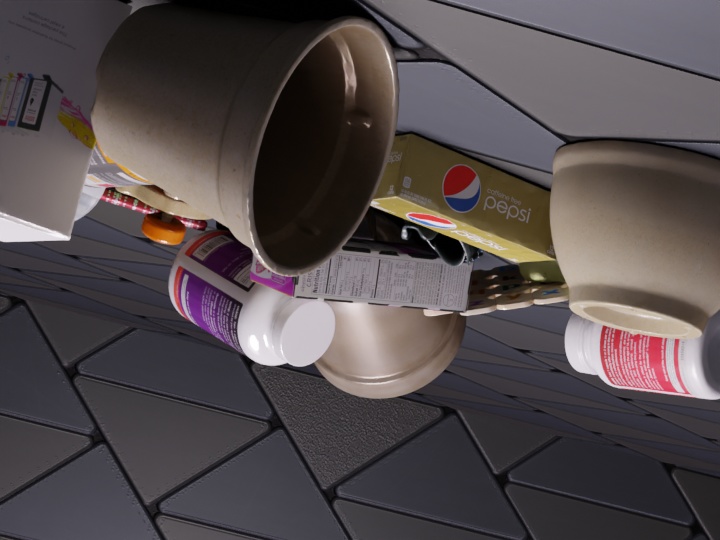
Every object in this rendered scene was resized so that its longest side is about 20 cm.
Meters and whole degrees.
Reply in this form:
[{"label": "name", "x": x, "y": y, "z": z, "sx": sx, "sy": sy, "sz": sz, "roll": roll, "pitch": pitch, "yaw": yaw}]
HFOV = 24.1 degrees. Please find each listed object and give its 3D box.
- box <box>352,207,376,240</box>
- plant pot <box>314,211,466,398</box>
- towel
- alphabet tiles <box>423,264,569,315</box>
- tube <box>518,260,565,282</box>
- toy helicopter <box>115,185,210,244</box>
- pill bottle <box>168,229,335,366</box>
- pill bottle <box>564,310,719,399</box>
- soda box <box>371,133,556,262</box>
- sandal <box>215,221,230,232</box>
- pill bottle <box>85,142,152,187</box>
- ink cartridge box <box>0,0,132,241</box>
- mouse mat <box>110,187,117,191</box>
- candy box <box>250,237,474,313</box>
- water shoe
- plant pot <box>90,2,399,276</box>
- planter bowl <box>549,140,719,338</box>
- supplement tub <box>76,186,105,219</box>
[{"label": "box", "x": -0.050, "y": -0.065, "z": 1.793, "sx": 0.118, "sy": 0.042, "sz": 0.200, "roll": -3, "pitch": 161, "yaw": 5}, {"label": "plant pot", "x": 0.011, "y": 0.022, "z": 1.959, "sx": 0.199, "sy": 0.201, "sz": 0.174, "roll": 10, "pitch": 153, "yaw": 21}, {"label": "towel", "x": -0.275, "y": -0.087, "z": 1.957, "sx": 0.199, "sy": 0.023, "sz": 0.145, "roll": 18, "pitch": -177, "yaw": -9}, {"label": "alphabet tiles", "x": 0.167, "y": 0.020, "z": 1.853, "sx": 0.199, "sy": 0.015, "sz": 0.196, "roll": -9, "pitch": -168, "yaw": 4}, {"label": "tube", "x": 0.261, "y": -0.009, "z": 1.770, "sx": 0.199, "sy": 0.058, "sz": 0.052, "roll": 2, "pitch": 132, "yaw": 37}, {"label": "toy helicopter", "x": -0.236, "y": -0.109, "z": 1.830, "sx": 0.199, "sy": 0.079, "sz": 0.132, "roll": 28, "pitch": -159, "yaw": 19}, {"label": "pill bottle", "x": -0.119, "y": 0.035, "z": 1.880, "sx": 0.200, "sy": 0.113, "sz": 0.112, "roll": 28, "pitch": -177, "yaw": 44}, {"label": "pill bottle", "x": 0.349, "y": 0.089, "z": 2.012, "sx": 0.199, "sy": 0.113, "sz": 0.112, "roll": 4, "pitch": 167, "yaw": 43}, {"label": "soda box", "x": 0.102, "y": -0.067, "z": 1.614, "sx": 0.199, "sy": 0.064, "sz": 0.068, "roll": 19, "pitch": 169, "yaw": -31}, {"label": "sandal", "x": -0.108, "y": -0.083, "z": 1.887, "sx": 0.075, "sy": 0.048, "sz": 0.200, "roll": 12, "pitch": 158, "yaw": -17}, {"label": "pill bottle", "x": -0.223, "y": -0.134, "z": 1.530, "sx": 0.116, "sy": 0.117, "sz": 0.199, "roll": 21, "pitch": 168, "yaw": -36}, {"label": "ink cartridge box", "x": -0.299, "y": -0.137, "z": 1.364, "sx": 0.144, "sy": 0.201, "sz": 0.147, "roll": 20, "pitch": 169, "yaw": -31}, {"label": "mouse mat", "x": -0.315, "y": -0.114, "z": 1.925, "sx": 0.160, "sy": 0.008, "sz": 0.199, "roll": 16, "pitch": -175, "yaw": -46}, {"label": "candy box", "x": 0.000, "y": 0.000, "z": 1.764, "sx": 0.199, "sy": 0.061, "sz": 0.136, "roll": 6, "pitch": -175, "yaw": -23}, {"label": "water shoe", "x": 0.106, "y": -0.039, "z": 1.719, "sx": 0.071, "sy": 0.079, "sz": 0.199, "roll": 4, "pitch": 167, "yaw": 44}, {"label": "plant pot", "x": -0.099, "y": -0.119, "z": 1.296, "sx": 0.183, "sy": 0.201, "sz": 0.200, "roll": 20, "pitch": 174, "yaw": 27}, {"label": "planter bowl", "x": 0.254, "y": -0.017, "z": 1.476, "sx": 0.199, "sy": 0.136, "sz": 0.200, "roll": 13, "pitch": 171, "yaw": 2}, {"label": "supplement tub", "x": -0.358, "y": -0.131, "z": 1.712, "sx": 0.122, "sy": 0.123, "sz": 0.200, "roll": 6, "pitch": 168, "yaw": 37}]
